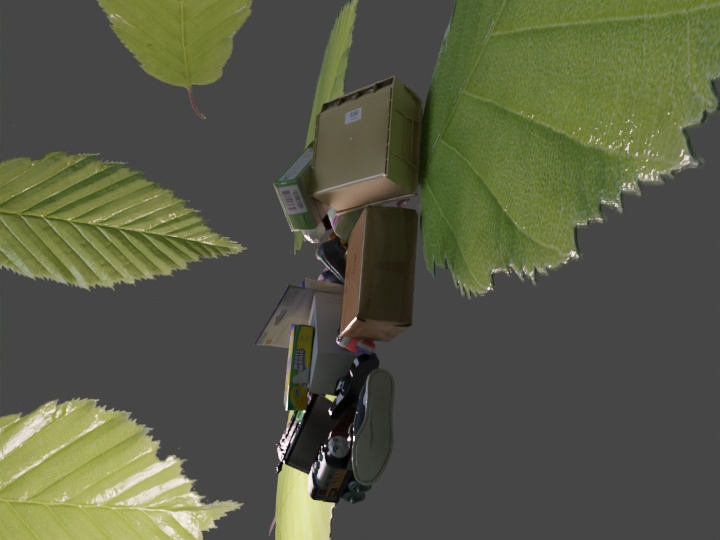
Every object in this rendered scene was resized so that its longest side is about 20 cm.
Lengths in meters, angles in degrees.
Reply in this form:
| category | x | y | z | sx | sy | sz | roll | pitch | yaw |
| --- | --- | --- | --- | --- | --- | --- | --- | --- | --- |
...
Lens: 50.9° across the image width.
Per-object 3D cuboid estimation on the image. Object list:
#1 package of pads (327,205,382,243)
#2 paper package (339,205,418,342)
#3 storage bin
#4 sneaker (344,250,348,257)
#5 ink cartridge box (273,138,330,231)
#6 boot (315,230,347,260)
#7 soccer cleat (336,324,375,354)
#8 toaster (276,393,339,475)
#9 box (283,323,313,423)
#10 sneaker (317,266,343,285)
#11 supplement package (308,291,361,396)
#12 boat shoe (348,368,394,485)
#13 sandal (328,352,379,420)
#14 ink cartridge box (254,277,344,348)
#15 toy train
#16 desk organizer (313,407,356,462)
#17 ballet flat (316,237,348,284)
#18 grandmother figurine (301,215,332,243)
| category | x | y | z | sx | sy | sz | roll | pitch | yaw |
| --- | --- | --- | --- | --- | --- | --- | --- | --- | --- |
| package of pads | 0.008 | -0.167 | 1.538 | 0.202 | 0.067 | 0.155 | -56 | 19 | 12 |
| paper package | 0.032 | 0.012 | 1.364 | 0.191 | 0.100 | 0.206 | 127 | 149 | -72 |
| storage bin | 0.009 | -0.230 | 1.411 | 0.196 | 0.093 | 0.205 | -10 | 68 | 40 |
| sneaker | 0.000 | 0.000 | 1.674 | 0.200 | 0.072 | 0.083 | 127 | 136 | -76 |
| ink cartridge box | -0.089 | -0.177 | 1.496 | 0.201 | 0.058 | 0.106 | -58 | -45 | -48 |
| boot | -0.004 | -0.088 | 1.712 | 0.142 | 0.072 | 0.200 | -28 | 5 | 39 |
| soccer cleat | -0.005 | 0.122 | 1.525 | 0.069 | 0.072 | 0.200 | -60 | 3 | 8 |
| toaster | -0.112 | 0.381 | 1.752 | 0.204 | 0.116 | 0.181 | -65 | 8 | -9 |
| box | -0.137 | 0.222 | 1.641 | 0.117 | 0.047 | 0.207 | 165 | 108 | -81 |
| sneaker | -0.077 | 0.024 | 1.854 | 0.200 | 0.068 | 0.085 | 135 | 139 | -70 |
| supplement package | -0.050 | 0.160 | 1.651 | 0.202 | 0.118 | 0.122 | -98 | 18 | -54 |
| boat shoe | 0.017 | 0.276 | 1.331 | 0.062 | 0.073 | 0.206 | 124 | 153 | -63 |
| sandal | -0.015 | 0.229 | 1.535 | 0.048 | 0.074 | 0.203 | 59 | 138 | 37 |
| ink cartridge box | -0.130 | 0.105 | 1.766 | 0.201 | 0.196 | 0.041 | -55 | 41 | 30 |
| toy train | -0.033 | 0.376 | 1.428 | 0.202 | 0.111 | 0.087 | 110 | 164 | -49 |
| desk organizer | -0.044 | 0.374 | 1.585 | 0.073 | 0.075 | 0.203 | -95 | 16 | -49 |
| ballet flat | -0.006 | 0.018 | 1.510 | 0.072 | 0.201 | 0.073 | -36 | 10 | 8 |
| grandmother figurine | -0.080 | -0.112 | 1.683 | 0.062 | 0.119 | 0.200 | 62 | -156 | -9 |
